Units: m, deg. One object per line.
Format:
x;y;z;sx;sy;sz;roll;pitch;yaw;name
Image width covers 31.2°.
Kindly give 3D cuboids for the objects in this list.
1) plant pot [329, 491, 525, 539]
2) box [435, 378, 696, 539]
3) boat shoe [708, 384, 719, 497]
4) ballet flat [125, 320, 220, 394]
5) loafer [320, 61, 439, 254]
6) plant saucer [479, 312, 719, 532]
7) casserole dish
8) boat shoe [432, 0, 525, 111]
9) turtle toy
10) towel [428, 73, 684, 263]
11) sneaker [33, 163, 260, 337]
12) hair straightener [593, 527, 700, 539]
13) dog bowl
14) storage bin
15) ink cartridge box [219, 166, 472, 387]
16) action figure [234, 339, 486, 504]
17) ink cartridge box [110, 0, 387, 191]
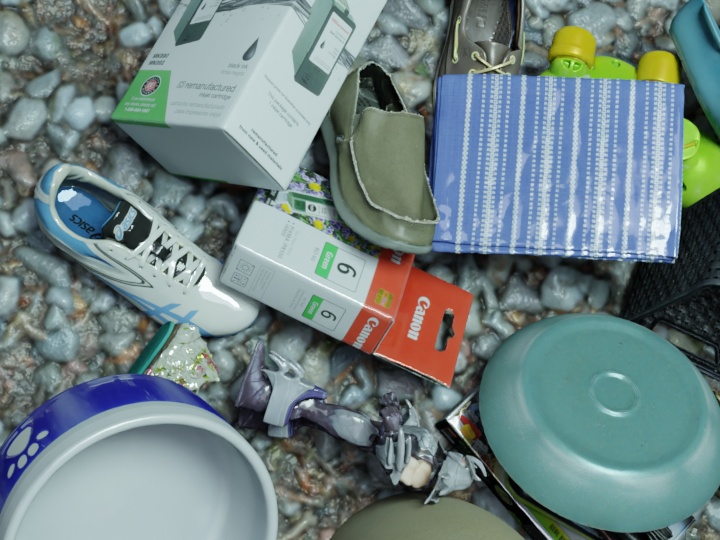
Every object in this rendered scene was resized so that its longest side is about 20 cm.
0.068;0.246;0.917;0.184;0.200;0.190;3;76;-11;plant pot
0.166;0.163;1.043;0.110;0.035;0.200;-41;88;-18;box
0.264;0.111;1.058;0.199;0.068;0.072;35;73;-2;boat shoe
-0.176;0.128;0.962;0.064;0.075;0.201;44;75;-17;ballet flat
0.015;-0.093;1.003;0.074;0.070;0.201;7;40;-29;loafer
0.190;0.103;0.986;0.197;0.036;0.202;5;48;-6;plant saucer
0.308;-0.147;1.085;0.038;0.200;0.123;-25;56;19;casserole dish
0.106;-0.185;1.098;0.071;0.060;0.203;10;75;-10;boat shoe
0.217;-0.106;1.078;0.197;0.101;0.148;16;76;0;turtle toy
0.151;-0.080;1.007;0.197;0.024;0.147;3;80;6;towel
-0.165;-0.013;0.995;0.198;0.072;0.072;32;71;-5;sneaker
0.232;0.208;0.993;0.201;0.077;0.041;52;40;8;hair straightener
-0.162;0.178;0.896;0.198;0.079;0.203;-11;112;-27;dog bowl
0.307;0.015;1.021;0.134;0.200;0.095;24;73;-5;storage bin
0.000;0.000;1.009;0.198;0.051;0.110;25;46;-5;ink cartridge box
0.004;0.121;0.977;0.197;0.130;0.070;21;84;2;action figure
-0.082;-0.173;1.004;0.084;0.145;0.202;43;66;-42;ink cartridge box
